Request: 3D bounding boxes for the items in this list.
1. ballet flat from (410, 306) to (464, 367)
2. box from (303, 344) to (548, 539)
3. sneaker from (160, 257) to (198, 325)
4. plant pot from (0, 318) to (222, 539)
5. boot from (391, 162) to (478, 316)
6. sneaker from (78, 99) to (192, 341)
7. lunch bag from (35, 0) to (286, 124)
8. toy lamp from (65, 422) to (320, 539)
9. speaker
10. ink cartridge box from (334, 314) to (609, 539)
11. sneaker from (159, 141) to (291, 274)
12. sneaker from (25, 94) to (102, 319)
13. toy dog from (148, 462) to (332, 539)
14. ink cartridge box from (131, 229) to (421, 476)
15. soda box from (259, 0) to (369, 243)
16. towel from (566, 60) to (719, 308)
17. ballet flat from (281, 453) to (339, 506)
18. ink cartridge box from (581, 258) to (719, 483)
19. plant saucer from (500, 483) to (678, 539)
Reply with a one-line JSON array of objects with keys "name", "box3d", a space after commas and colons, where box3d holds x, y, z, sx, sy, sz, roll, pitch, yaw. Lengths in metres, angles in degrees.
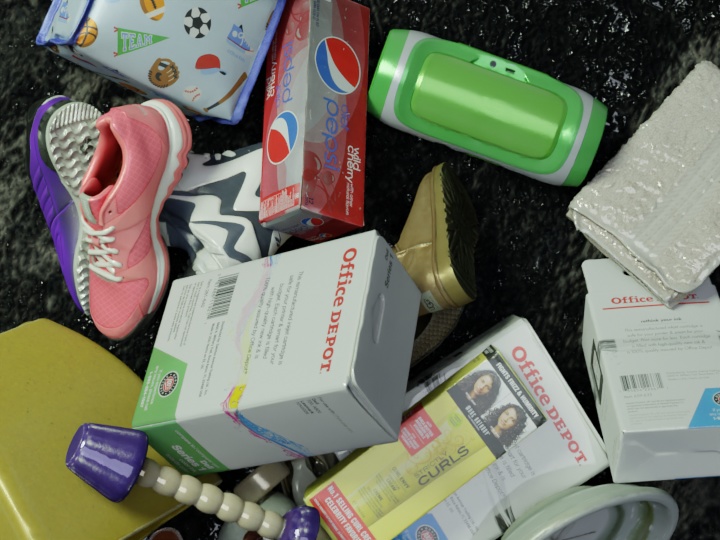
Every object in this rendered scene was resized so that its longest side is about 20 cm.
[{"name": "ballet flat", "box3d": [0.024, 0.060, 1.137, 0.200, 0.067, 0.047, -50, 127, -20]}, {"name": "box", "box3d": [0.052, 0.150, 1.088, 0.199, 0.050, 0.076, -36, 91, 2]}, {"name": "sneaker", "box3d": [-0.137, 0.090, 1.166, 0.089, 0.066, 0.203, 11, 91, -7]}, {"name": "plant pot", "box3d": [-0.273, 0.159, 1.078, 0.195, 0.194, 0.201, -37, 82, 37]}, {"name": "boot", "box3d": [0.000, 0.000, 1.148, 0.198, 0.176, 0.066, -23, 121, 22]}, {"name": "sneaker", "box3d": [-0.200, -0.041, 1.074, 0.073, 0.086, 0.203, 18, 103, 30]}, {"name": "lunch bag", "box3d": [-0.149, -0.246, 1.106, 0.169, 0.123, 0.202, 25, 86, -31]}, {"name": "toy lamp", "box3d": [-0.128, 0.170, 1.011, 0.199, 0.058, 0.059, 28, 91, -19]}, {"name": "speaker", "box3d": [0.108, -0.140, 1.149, 0.198, 0.088, 0.089, 20, 91, 0]}, {"name": "ink cartridge box", "box3d": [0.093, 0.152, 1.154, 0.199, 0.084, 0.147, -32, 90, 1]}, {"name": "sneaker", "box3d": [-0.128, -0.079, 1.160, 0.129, 0.080, 0.199, -31, 54, -33]}, {"name": "sneaker", "box3d": [-0.247, -0.061, 1.160, 0.069, 0.099, 0.202, -23, 121, -32]}, {"name": "toy dog", "box3d": [-0.114, 0.250, 1.118, 0.131, 0.096, 0.201, 33, 111, 16]}, {"name": "ink cartridge box", "box3d": [-0.062, 0.067, 1.029, 0.198, 0.084, 0.146, -13, 47, 28]}, {"name": "soda box", "box3d": [-0.038, -0.131, 1.120, 0.069, 0.063, 0.203, 15, 69, -37]}, {"name": "towel", "box3d": [0.285, -0.077, 1.149, 0.132, 0.035, 0.200, 40, 80, 13]}, {"name": "ballet flat", "box3d": [-0.033, 0.235, 1.166, 0.069, 0.069, 0.202, -16, 91, 0]}, {"name": "ink cartridge box", "box3d": [0.255, 0.079, 1.131, 0.114, 0.201, 0.067, -4, 133, 0]}, {"name": "plant saucer", "box3d": [0.173, 0.234, 1.128, 0.199, 0.201, 0.050, -31, 54, 0]}]
